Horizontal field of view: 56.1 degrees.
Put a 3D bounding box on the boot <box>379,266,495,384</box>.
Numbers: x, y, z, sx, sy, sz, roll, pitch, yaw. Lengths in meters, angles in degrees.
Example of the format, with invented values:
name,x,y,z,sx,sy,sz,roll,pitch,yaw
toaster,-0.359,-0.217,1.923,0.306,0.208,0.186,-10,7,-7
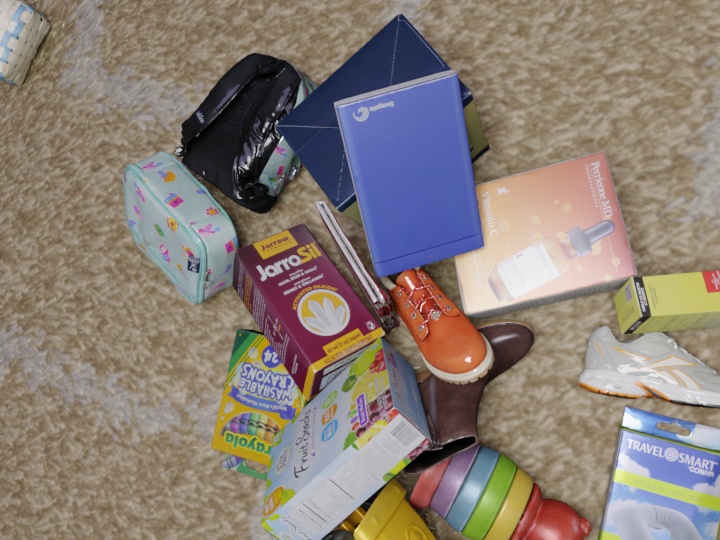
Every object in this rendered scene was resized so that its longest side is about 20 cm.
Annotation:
name,x,y,z,sx,sy,sz,roll,pitch,yaw
boot,0.082,0.053,0.809,0.075,0.108,0.200,-36,35,-5

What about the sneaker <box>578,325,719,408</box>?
name,x,y,z,sx,sy,sz,roll,pitch,yaw
sneaker,0.360,0.108,0.786,0.198,0.076,0.093,6,80,17

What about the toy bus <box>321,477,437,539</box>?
name,x,y,z,sx,sy,sz,roll,pitch,yaw
toy bus,0.021,0.373,0.768,0.192,0.136,0.200,43,112,9

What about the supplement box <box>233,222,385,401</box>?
name,x,y,z,sx,sy,sz,roll,pitch,yaw
supplement box,-0.072,0.050,0.886,0.110,0.086,0.201,-25,64,-27

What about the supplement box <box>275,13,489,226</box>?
name,x,y,z,sx,sy,sz,roll,pitch,yaw
supplement box,0.037,-0.168,0.854,0.200,0.200,0.135,-39,74,9

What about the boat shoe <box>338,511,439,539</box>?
name,x,y,z,sx,sy,sz,roll,pitch,yaw
boat shoe,0.064,0.337,0.848,0.199,0.071,0.065,25,92,20

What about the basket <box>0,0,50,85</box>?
name,x,y,z,sx,sy,sz,roll,pitch,yaw
basket,-0.642,-0.407,1.121,0.199,0.139,0.177,28,92,-12

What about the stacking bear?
name,x,y,z,sx,sy,sz,roll,pitch,yaw
stacking bear,0.169,0.279,0.808,0.199,0.114,0.122,27,91,14

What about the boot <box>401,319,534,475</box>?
name,x,y,z,sx,sy,sz,roll,pitch,yaw
boot,0.129,0.149,0.798,0.199,0.167,0.073,-28,112,12

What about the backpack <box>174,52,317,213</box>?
name,x,y,z,sx,sy,sz,roll,pitch,yaw
backpack,-0.143,-0.200,0.954,0.166,0.126,0.201,33,96,17

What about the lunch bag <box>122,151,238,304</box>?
name,x,y,z,sx,sy,sz,roll,pitch,yaw
lunch bag,-0.258,-0.053,0.964,0.200,0.077,0.161,46,141,19

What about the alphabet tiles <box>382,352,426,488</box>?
name,x,y,z,sx,sy,sz,roll,pitch,yaw
alphabet tiles,0.014,0.201,0.888,0.166,0.008,0.201,18,73,18

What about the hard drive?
name,x,y,z,sx,sy,sz,roll,pitch,yaw
hard drive,0.058,-0.101,0.742,0.131,0.025,0.202,-16,116,-3

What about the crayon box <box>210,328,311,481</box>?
name,x,y,z,sx,sy,sz,roll,pitch,yaw
crayon box,-0.129,0.193,0.939,0.125,0.052,0.202,11,87,18

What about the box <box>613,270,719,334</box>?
name,x,y,z,sx,sy,sz,roll,pitch,yaw
box,0.396,0.033,0.755,0.198,0.075,0.051,-4,68,3

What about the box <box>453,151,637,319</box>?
name,x,y,z,sx,sy,sz,roll,pitch,yaw
box,0.216,-0.037,0.830,0.198,0.106,0.154,-15,79,15

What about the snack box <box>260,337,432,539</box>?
name,x,y,z,sx,sy,sz,roll,pitch,yaw
snack box,-0.020,0.195,0.776,0.068,0.169,0.200,42,101,-15

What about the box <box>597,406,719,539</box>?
name,x,y,z,sx,sy,sz,roll,pitch,yaw
box,0.347,0.272,0.781,0.121,0.048,0.202,11,87,18

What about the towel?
name,x,y,z,sx,sy,sz,roll,pitch,yaw
towel,0.000,0.000,0.846,0.023,0.200,0.145,-31,75,-2
